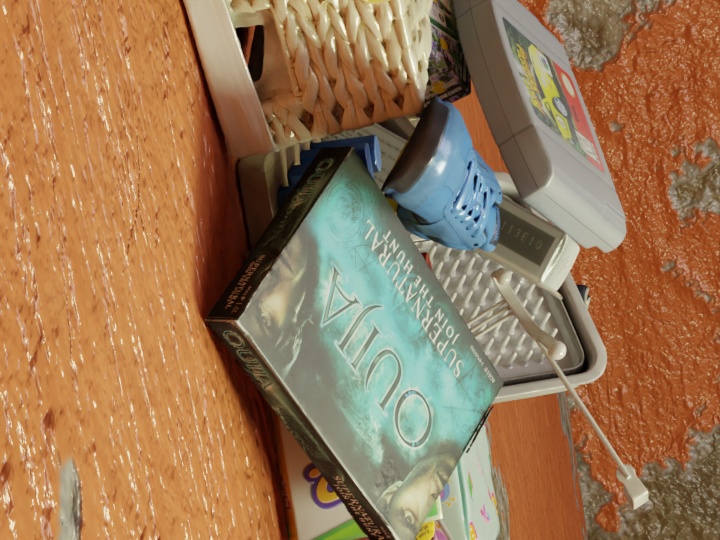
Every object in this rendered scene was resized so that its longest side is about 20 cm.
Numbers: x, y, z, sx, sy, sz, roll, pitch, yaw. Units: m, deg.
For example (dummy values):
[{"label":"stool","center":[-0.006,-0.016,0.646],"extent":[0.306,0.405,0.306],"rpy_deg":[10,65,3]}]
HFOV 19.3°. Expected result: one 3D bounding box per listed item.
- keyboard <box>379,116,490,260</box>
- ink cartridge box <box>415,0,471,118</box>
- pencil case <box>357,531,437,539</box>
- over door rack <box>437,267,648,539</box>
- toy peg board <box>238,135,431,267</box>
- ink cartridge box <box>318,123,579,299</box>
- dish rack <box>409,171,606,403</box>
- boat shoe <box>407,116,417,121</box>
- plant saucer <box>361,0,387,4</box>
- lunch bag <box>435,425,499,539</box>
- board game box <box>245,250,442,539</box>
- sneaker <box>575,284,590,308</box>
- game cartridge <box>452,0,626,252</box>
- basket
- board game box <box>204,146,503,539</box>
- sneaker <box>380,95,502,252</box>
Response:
[{"label":"keyboard","center":[0.046,-0.076,1.564],"extent":[0.200,0.056,0.011],"rpy_deg":[45,66,-22]},{"label":"ink cartridge box","center":[0.008,-0.214,1.503],"extent":[0.200,0.050,0.110],"rpy_deg":[45,33,-38]},{"label":"pencil case","center":[0.025,0.216,1.436],"extent":[0.200,0.087,0.088],"rpy_deg":[63,23,-63]},{"label":"over door rack","center":[0.096,0.118,1.499],"extent":[0.201,0.147,0.067],"rpy_deg":[58,-2,5]},{"label":"toy peg board","center":[0.000,0.000,1.373],"extent":[0.200,0.097,0.201],"rpy_deg":[-66,148,-73]},{"label":"ink cartridge box","center":[0.065,-0.049,1.526],"extent":[0.044,0.199,0.174],"rpy_deg":[-60,169,2]},{"label":"dish rack","center":[0.083,0.020,1.625],"extent":[0.201,0.170,0.044],"rpy_deg":[67,-31,29]},{"label":"boat shoe","center":[0.021,-0.145,1.640],"extent":[0.063,0.073,0.201],"rpy_deg":[56,4,0]},{"label":"plant saucer","center":[0.005,-0.245,1.173],"extent":[0.200,0.049,0.199],"rpy_deg":[49,36,15]},{"label":"lunch bag","center":[0.059,0.152,1.684],"extent":[0.200,0.076,0.162],"rpy_deg":[-6,85,-82]},{"label":"board game box","center":[-0.008,0.079,1.277],"extent":[0.030,0.095,0.202],"rpy_deg":[-150,-129,-70]},{"label":"sneaker","center":[0.108,0.028,1.751],"extent":[0.202,0.145,0.078],"rpy_deg":[-122,-143,-66]},{"label":"game cartridge","center":[0.126,-0.119,1.529],"extent":[0.133,0.041,0.201],"rpy_deg":[27,38,-47]},{"label":"basket","center":[-0.025,-0.181,1.263],"extent":[0.201,0.122,0.136],"rpy_deg":[-84,163,-50]},{"label":"board game box","center":[0.002,0.048,1.217],"extent":[0.201,0.028,0.136],"rpy_deg":[55,53,-33]},{"label":"sneaker","center":[0.057,-0.051,1.264],"extent":[0.066,0.078,0.200],"rpy_deg":[-58,176,-5]}]
